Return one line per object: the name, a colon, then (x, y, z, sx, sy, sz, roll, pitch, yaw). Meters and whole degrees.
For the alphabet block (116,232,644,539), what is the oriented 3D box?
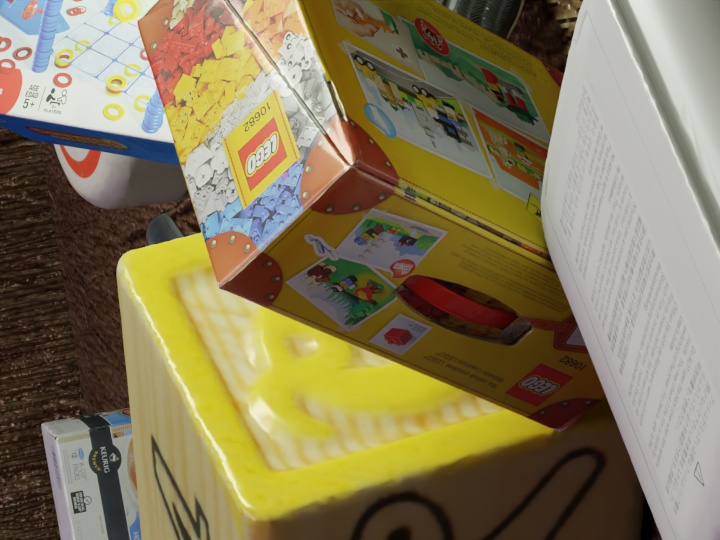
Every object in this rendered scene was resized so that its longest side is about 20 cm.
alphabet block: (0.008, 0.101, 1.199, 0.197, 0.194, 0.201, -125, 27, -46)

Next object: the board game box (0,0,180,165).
board game box: (-0.088, -0.155, 1.335, 0.199, 0.056, 0.197, 10, 81, 35)

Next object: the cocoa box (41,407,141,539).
cocoa box: (-0.232, 0.243, 2.586, 0.133, 0.130, 0.201, -174, 74, -77)

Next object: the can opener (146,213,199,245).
can opener: (-0.085, 0.023, 1.609, 0.063, 0.079, 0.200, 43, -176, -32)

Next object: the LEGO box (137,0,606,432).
LEGO box: (0.021, -0.038, 1.046, 0.077, 0.199, 0.149, -41, 46, 25)

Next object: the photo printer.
photo printer: (0.127, 0.011, 0.894, 0.167, 0.069, 0.201, 96, 159, -54)

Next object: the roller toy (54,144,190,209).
roller toy: (-0.138, -0.141, 1.822, 0.200, 0.139, 0.184, -140, 46, -57)

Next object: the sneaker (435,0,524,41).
sneaker: (0.038, -0.121, 1.223, 0.201, 0.075, 0.116, -99, 2, -49)
